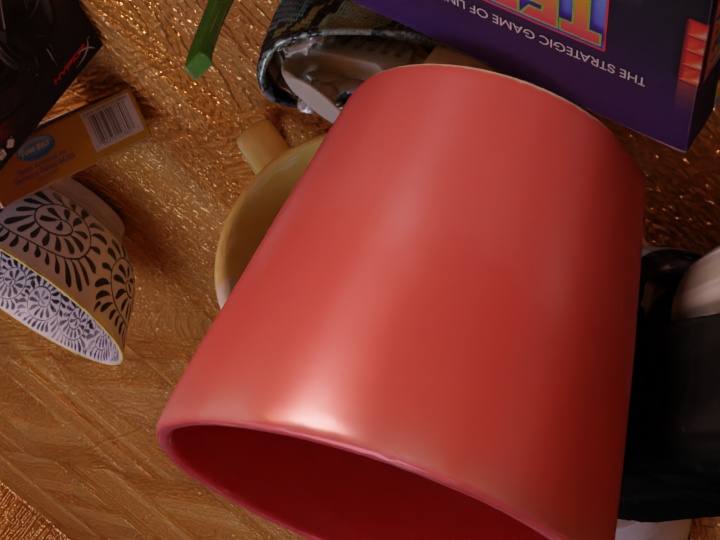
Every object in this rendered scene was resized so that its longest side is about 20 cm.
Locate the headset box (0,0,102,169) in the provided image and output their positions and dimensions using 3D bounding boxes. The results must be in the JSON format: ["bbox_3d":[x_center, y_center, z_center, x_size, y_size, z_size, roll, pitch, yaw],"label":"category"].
[{"bbox_3d":[-0.259,-0.158,0.892,0.077,0.150,0.201,20,153,31],"label":"headset box"}]

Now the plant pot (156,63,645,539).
[{"bbox_3d":[0.032,0.024,0.651,0.198,0.179,0.201,17,160,7],"label":"plant pot"}]

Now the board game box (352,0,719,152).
[{"bbox_3d":[0.056,-0.148,0.581,0.198,0.057,0.166,27,155,20],"label":"board game box"}]

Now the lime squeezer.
[{"bbox_3d":[-0.075,-0.152,0.757,0.037,0.071,0.200,28,-166,-29],"label":"lime squeezer"}]

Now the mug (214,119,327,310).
[{"bbox_3d":[0.008,0.004,0.897,0.147,0.189,0.153,-8,154,13],"label":"mug"}]

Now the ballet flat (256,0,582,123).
[{"bbox_3d":[0.028,-0.090,0.723,0.199,0.075,0.074,14,150,42],"label":"ballet flat"}]

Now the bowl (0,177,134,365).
[{"bbox_3d":[-0.250,-0.019,1.221,0.199,0.095,0.201,28,161,10],"label":"bowl"}]

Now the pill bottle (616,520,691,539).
[{"bbox_3d":[0.161,0.170,0.995,0.110,0.111,0.201,25,156,23],"label":"pill bottle"}]

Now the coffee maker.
[{"bbox_3d":[0.157,0.067,0.684,0.134,0.193,0.200,40,158,-14],"label":"coffee maker"}]

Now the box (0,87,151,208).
[{"bbox_3d":[-0.240,-0.076,1.065,0.199,0.118,0.042,-3,114,57],"label":"box"}]
